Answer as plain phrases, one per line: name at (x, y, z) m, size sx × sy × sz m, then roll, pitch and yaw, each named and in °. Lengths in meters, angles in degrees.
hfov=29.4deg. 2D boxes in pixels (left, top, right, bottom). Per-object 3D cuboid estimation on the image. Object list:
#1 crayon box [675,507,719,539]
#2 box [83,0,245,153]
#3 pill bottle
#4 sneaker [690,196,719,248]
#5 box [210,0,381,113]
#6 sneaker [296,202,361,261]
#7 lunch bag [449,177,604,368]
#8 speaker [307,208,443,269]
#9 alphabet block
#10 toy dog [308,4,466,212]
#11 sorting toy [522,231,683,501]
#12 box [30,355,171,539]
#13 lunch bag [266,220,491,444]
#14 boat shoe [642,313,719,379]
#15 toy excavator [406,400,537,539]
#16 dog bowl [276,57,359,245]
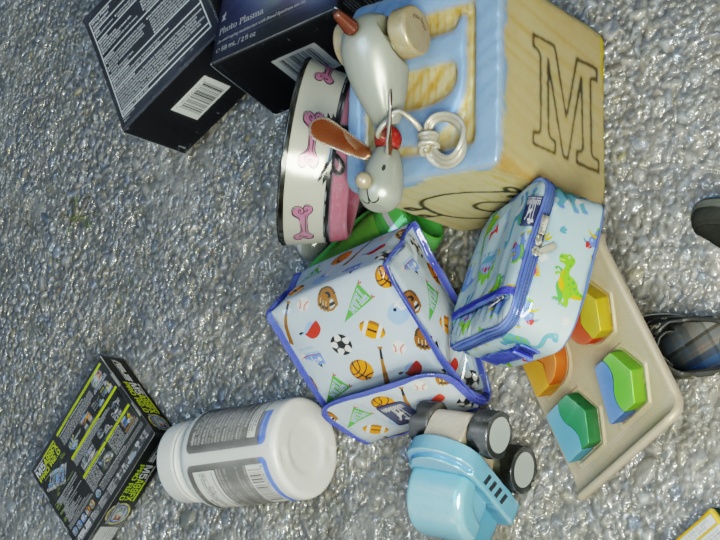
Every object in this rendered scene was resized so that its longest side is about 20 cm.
crayon box at (0.329, 0.327, 1.195) m, size 0.126 × 0.051 × 0.201 m, roll -47°, pitch 54°, yaw 23°
box at (-0.232, -0.299, 1.769) m, size 0.199 × 0.123 × 0.200 m, roll -39°, pitch 59°, yaw 25°
pill bottle at (-0.134, 0.212, 1.576) m, size 0.198 × 0.113 × 0.115 m, roll -12°, pitch 72°, yaw 38°
sneaker at (0.366, -0.001, 1.217) m, size 0.199 × 0.073 × 0.082 m, roll 34°, pitch 92°, yaw 40°
box at (-0.056, -0.320, 1.589) m, size 0.198 × 0.123 × 0.201 m, roll -16°, pitch 54°, yaw 36°
sneaker at (-0.038, -0.109, 1.607) m, size 0.080 × 0.070 × 0.203 m, roll 8°, pitch 82°, yaw 55°
lunch bag at (0.156, 0.010, 1.321) m, size 0.200 × 0.082 × 0.163 m, roll 145°, pitch 144°, yaw -74°
speaker at (0.000, 0.000, 1.530) m, size 0.200 × 0.088 × 0.089 m, roll -43°, pitch 56°, yaw 25°
alphabet block at (0.119, -0.164, 1.390) m, size 0.194 × 0.199 × 0.199 m, roll -6°, pitch 76°, yaw 40°
toy dog at (0.008, -0.167, 1.288) m, size 0.131 × 0.096 × 0.202 m, roll -33°, pitch 60°, yaw 31°
sorting toy at (0.215, 0.094, 1.310) m, size 0.186 × 0.036 × 0.202 m, roll -56°, pitch 44°, yaw 49°
box at (-0.337, 0.239, 1.789) m, size 0.160 × 0.044 × 0.201 m, roll 45°, pitch 109°, yaw 38°
lunch bag at (0.025, 0.081, 1.439) m, size 0.169 × 0.124 × 0.201 m, roll -21°, pitch 108°, yaw 31°
boat shoe at (0.296, 0.072, 1.272) m, size 0.198 × 0.066 × 0.071 m, roll 1°, pitch 81°, yaw 40°
toy excavator at (0.096, 0.259, 1.367) m, size 0.099 × 0.195 × 0.201 m, roll 5°, pitch 55°, yaw 40°
dog bowl at (-0.035, -0.121, 1.461) m, size 0.073 × 0.200 × 0.203 m, roll 9°, pitch 85°, yaw 4°
